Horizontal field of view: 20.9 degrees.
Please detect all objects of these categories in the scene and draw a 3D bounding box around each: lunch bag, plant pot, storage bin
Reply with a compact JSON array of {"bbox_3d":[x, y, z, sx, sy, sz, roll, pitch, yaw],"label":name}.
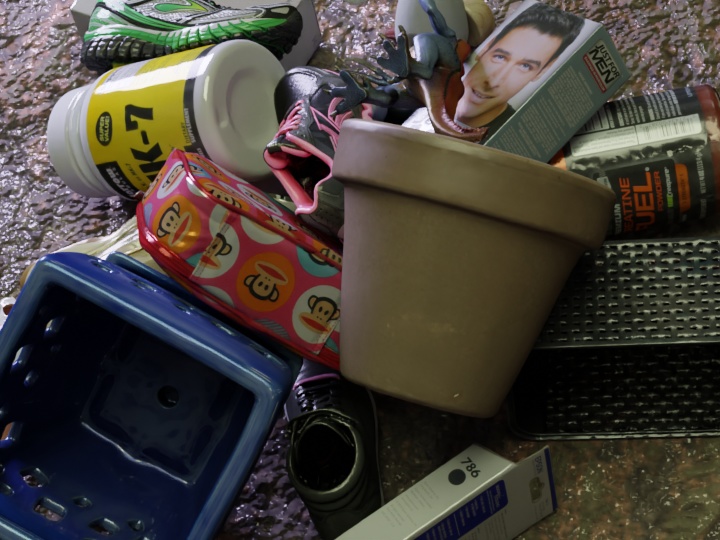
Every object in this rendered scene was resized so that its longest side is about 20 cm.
[{"bbox_3d":[-0.073,-0.013,1.472,0.082,0.199,0.176,-55,17,9],"label":"lunch bag"},{"bbox_3d":[0.060,0.004,1.351,0.199,0.200,0.176,15,91,19],"label":"plant pot"},{"bbox_3d":[0.205,0.052,1.454,0.198,0.136,0.094,-3,55,8],"label":"storage bin"},{"bbox_3d":[-0.160,0.105,1.413,0.199,0.180,0.201,29,102,6],"label":"plant pot"}]

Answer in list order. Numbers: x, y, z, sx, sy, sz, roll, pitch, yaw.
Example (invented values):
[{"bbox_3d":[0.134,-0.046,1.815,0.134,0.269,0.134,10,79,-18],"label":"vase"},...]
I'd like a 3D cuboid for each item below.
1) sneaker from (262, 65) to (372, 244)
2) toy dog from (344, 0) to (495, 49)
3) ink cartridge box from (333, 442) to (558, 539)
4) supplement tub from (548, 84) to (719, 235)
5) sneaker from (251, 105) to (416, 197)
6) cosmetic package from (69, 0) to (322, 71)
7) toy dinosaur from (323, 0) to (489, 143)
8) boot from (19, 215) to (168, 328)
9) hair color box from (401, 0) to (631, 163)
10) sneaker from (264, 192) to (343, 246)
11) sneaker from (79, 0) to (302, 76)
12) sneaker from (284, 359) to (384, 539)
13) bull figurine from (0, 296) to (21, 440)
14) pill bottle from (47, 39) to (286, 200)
[{"bbox_3d":[-0.037,-0.095,1.491,0.079,0.095,0.201,-54,40,26],"label":"sneaker"},{"bbox_3d":[0.040,-0.248,1.677,0.096,0.201,0.132,16,33,39],"label":"toy dog"},{"bbox_3d":[0.051,0.192,1.411,0.199,0.100,0.039,-31,55,-12],"label":"ink cartridge box"},{"bbox_3d":[0.195,-0.080,1.566,0.198,0.107,0.108,-11,55,4],"label":"supplement tub"},{"bbox_3d":[-0.017,-0.102,1.603,0.198,0.130,0.080,12,57,17],"label":"sneaker"},{"bbox_3d":[-0.146,-0.219,1.741,0.199,0.071,0.106,19,62,21],"label":"cosmetic package"},{"bbox_3d":[0.048,-0.141,1.478,0.105,0.181,0.200,-48,68,26],"label":"toy dinosaur"},{"bbox_3d":[-0.165,0.031,1.574,0.199,0.073,0.156,-22,55,-3],"label":"boot"},{"bbox_3d":[0.104,-0.115,1.517,0.200,0.061,0.099,-45,37,-11],"label":"hair color box"},{"bbox_3d":[0.000,0.000,1.583,0.198,0.076,0.088,12,88,9],"label":"sneaker"},{"bbox_3d":[-0.143,-0.213,1.644,0.198,0.078,0.086,1,75,19],"label":"sneaker"},{"bbox_3d":[-0.025,0.112,1.479,0.070,0.099,0.201,-15,54,2],"label":"sneaker"},{"bbox_3d":[-0.305,0.115,1.527,0.120,0.065,0.202,-8,69,18],"label":"bull figurine"},{"bbox_3d":[-0.158,-0.118,1.613,0.199,0.114,0.115,-8,49,40],"label":"pill bottle"}]
